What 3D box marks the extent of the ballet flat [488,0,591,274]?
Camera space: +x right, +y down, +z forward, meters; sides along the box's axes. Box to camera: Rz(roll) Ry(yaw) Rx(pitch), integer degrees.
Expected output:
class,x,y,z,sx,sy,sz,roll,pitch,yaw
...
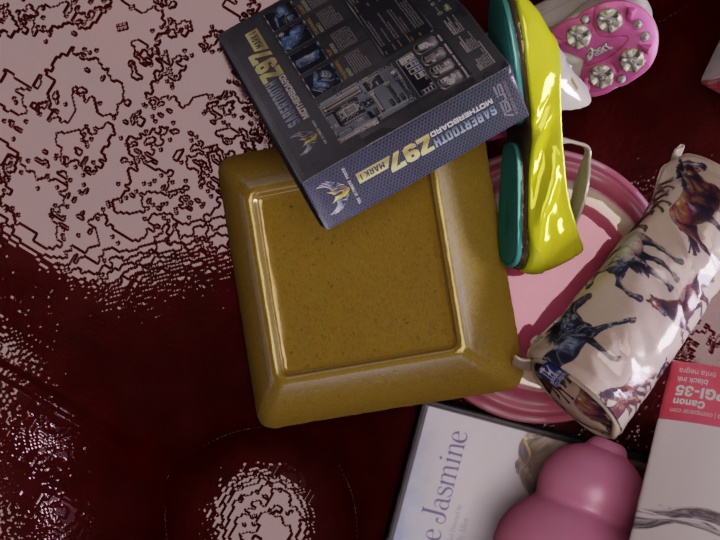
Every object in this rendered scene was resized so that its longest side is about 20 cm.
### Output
class,x,y,z,sx,sy,sz,roll,pitch,yaw
ballet flat,0.126,-0.097,1.262,0.067,0.067,0.201,-7,103,-13

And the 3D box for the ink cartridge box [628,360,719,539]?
class,x,y,z,sx,sy,sz,roll,pitch,yaw
ink cartridge box,0.238,0.185,1.266,0.082,0.147,0.201,10,67,21

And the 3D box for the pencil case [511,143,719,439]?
class,x,y,z,sx,sy,sz,roll,pitch,yaw
pencil case,0.195,0.013,1.268,0.089,0.078,0.200,36,80,4

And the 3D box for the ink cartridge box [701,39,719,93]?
class,x,y,z,sx,sy,sz,roll,pitch,yaw
ink cartridge box,0.371,-0.158,1.329,0.199,0.085,0.146,26,90,-3

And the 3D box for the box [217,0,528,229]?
class,x,y,z,sx,sy,sz,roll,pitch,yaw
box,0.004,-0.134,1.253,0.157,0.200,0.051,-29,131,-2

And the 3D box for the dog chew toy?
class,x,y,z,sx,sy,sz,roll,pitch,yaw
dog chew toy,0.140,0.214,1.298,0.124,0.125,0.201,22,84,-5

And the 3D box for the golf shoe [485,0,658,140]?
class,x,y,z,sx,sy,sz,roll,pitch,yaw
golf shoe,0.120,-0.151,1.323,0.199,0.092,0.076,-16,115,18

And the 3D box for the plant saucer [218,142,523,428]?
class,x,y,z,sx,sy,sz,roll,pitch,yaw
plant saucer,0.000,0.000,1.293,0.199,0.048,0.201,-10,87,14

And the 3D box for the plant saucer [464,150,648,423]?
class,x,y,z,sx,sy,sz,roll,pitch,yaw
plant saucer,0.134,0.011,1.331,0.199,0.051,0.202,0,88,-3

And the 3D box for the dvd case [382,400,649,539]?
class,x,y,z,sx,sy,sz,roll,pitch,yaw
dvd case,0.122,0.186,1.361,0.199,0.018,0.144,15,92,-4
